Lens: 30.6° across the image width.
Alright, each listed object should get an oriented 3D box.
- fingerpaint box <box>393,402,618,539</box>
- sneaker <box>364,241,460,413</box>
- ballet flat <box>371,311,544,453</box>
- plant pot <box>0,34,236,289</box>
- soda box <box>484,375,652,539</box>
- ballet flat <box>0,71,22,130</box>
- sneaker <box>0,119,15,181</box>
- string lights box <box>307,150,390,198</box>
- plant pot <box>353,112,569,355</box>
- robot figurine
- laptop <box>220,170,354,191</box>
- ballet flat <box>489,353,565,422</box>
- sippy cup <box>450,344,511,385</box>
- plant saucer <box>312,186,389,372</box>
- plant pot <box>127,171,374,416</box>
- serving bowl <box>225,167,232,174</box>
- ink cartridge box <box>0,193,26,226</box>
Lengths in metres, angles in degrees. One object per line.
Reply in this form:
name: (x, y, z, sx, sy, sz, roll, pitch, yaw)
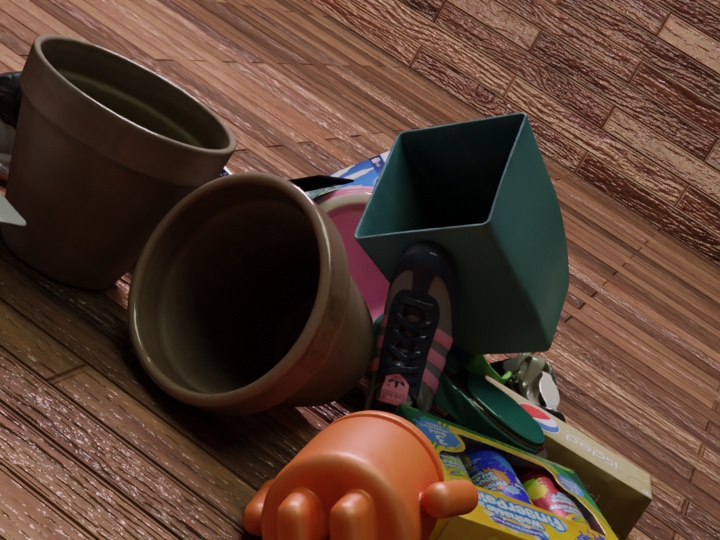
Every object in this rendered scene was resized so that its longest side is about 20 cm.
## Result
fingerpaint box: (0.119, 0.212, 1.116, 0.198, 0.074, 0.167, 23, 18, -23)
sneaker: (0.044, 0.078, 1.166, 0.069, 0.203, 0.082, 12, 25, 10)
ballet flat: (0.084, 0.119, 1.256, 0.200, 0.071, 0.067, 41, 22, -3)
plant pot: (-0.235, -0.086, 1.186, 0.198, 0.175, 0.200, 27, 17, -9)
soda box: (0.192, 0.191, 1.319, 0.198, 0.065, 0.068, 31, 17, 2)
ballet flat: (-0.295, -0.145, 1.288, 0.056, 0.067, 0.200, 21, -11, 24)
sneaker: (-0.315, -0.143, 1.354, 0.075, 0.093, 0.199, 35, 16, 17)
string lights box: (-0.022, -0.064, 1.470, 0.103, 0.198, 0.060, -115, -176, -63)
plant pot: (0.114, -0.018, 1.246, 0.201, 0.140, 0.142, 57, 42, -36)
robot figurine: (0.000, 0.171, 0.956, 0.117, 0.144, 0.200, 48, 18, 3)
laptop: (-0.127, -0.126, 1.367, 0.200, 0.103, 0.177, 44, 9, 7)
ballet flat: (0.191, 0.136, 1.461, 0.067, 0.069, 0.200, 24, 18, -18)
sippy cup: (0.080, 0.058, 1.414, 0.130, 0.138, 0.181, 7, 70, -74)
plant saucer: (0.000, 0.000, 1.320, 0.199, 0.201, 0.051, 35, -19, 15)
plant pot: (-0.071, 0.040, 1.131, 0.200, 0.201, 0.174, 42, 4, 35)
serving bowl: (-0.211, -0.107, 1.445, 0.200, 0.066, 0.200, 42, 11, -10)
ink cartridge box: (-0.375, -0.048, 1.023, 0.115, 0.068, 0.199, 42, 20, 32)
